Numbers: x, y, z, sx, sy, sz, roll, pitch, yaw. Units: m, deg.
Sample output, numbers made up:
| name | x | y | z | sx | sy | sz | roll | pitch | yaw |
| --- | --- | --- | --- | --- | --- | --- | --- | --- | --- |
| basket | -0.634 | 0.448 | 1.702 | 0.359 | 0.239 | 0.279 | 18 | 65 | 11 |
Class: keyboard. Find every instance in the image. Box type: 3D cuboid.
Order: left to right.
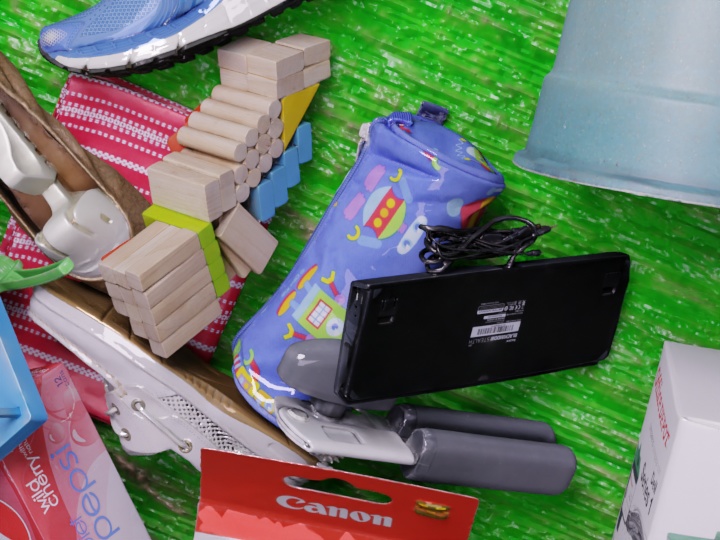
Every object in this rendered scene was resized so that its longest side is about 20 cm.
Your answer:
| name | x | y | z | sx | sy | sz | roll | pitch | yaw |
| --- | --- | --- | --- | --- | --- | --- | --- | --- | --- |
| keyboard | 0.068 | 0.013 | 1.027 | 0.199 | 0.040 | 0.104 | -6 | 120 | -37 |

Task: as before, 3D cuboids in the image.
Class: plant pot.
| name | x | y | z | sx | sy | sz | roll | pitch | yaw |
| --- | --- | --- | --- | --- | --- | --- | --- | --- | --- |
| plant pot | 0.190 | -0.137 | 0.951 | 0.199 | 0.200 | 0.197 | 7 | 98 | 2 |

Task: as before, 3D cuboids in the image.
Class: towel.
| name | x | y | z | sx | sy | sz | roll | pitch | yaw |
| --- | --- | --- | --- | --- | --- | --- | --- | --- | --- |
| towel | -0.141 | -0.005 | 1.088 | 0.144 | 0.022 | 0.201 | 23 | 106 | -4 |

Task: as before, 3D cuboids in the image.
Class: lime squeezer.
| name | x | y | z | sx | sy | sz | roll | pitch | yaw |
| --- | --- | --- | --- | --- | --- | --- | --- | --- | --- |
| lime squeezer | -0.225 | -0.012 | 1.059 | 0.200 | 0.038 | 0.071 | 23 | 129 | 33 |

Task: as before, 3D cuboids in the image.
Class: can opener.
| name | x | y | z | sx | sy | sz | roll | pitch | yaw |
| --- | --- | --- | --- | --- | --- | --- | --- | --- | --- |
| can opener | 0.040 | 0.089 | 1.041 | 0.199 | 0.053 | 0.067 | 15 | 113 | -32 |

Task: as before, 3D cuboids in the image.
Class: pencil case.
| name | x | y | z | sx | sy | sz | roll | pitch | yaw |
| --- | --- | --- | --- | --- | --- | --- | --- | --- | --- |
| pencil case | 0.000 | 0.000 | 1.050 | 0.087 | 0.078 | 0.200 | 33 | 105 | 1 |

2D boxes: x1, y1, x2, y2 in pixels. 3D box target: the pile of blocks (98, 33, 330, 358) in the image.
| name | x | y | z | sx | sy | sz | roll | pitch | yaw |
| --- | --- | --- | --- | --- | --- | --- | --- | --- | --- |
| pile of blocks | -0.084 | -0.048 | 1.035 | 0.062 | 0.082 | 0.200 | 19 | 70 | 37 |

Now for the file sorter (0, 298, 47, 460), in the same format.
| name | x | y | z | sx | sy | sz | roll | pitch | yaw |
| --- | --- | --- | --- | --- | --- | --- | --- | --- | --- |
| file sorter | -0.285 | 0.029 | 0.982 | 0.139 | 0.122 | 0.201 | -39 | 64 | 29 |

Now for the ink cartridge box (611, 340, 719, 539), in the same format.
| name | x | y | z | sx | sy | sz | roll | pitch | yaw |
| --- | --- | --- | --- | --- | --- | --- | --- | --- | --- |
| ink cartridge box | 0.192 | 0.157 | 1.047 | 0.084 | 0.146 | 0.201 | 12 | 105 | 2 |

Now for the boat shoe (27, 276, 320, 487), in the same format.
| name | x | y | z | sx | sy | sz | roll | pitch | yaw |
| --- | --- | --- | --- | --- | --- | --- | --- | --- | --- |
| boat shoe | -0.118 | 0.079 | 1.062 | 0.200 | 0.071 | 0.069 | 36 | 100 | -10 |

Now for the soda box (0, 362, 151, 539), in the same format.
| name | x | y | z | sx | sy | sz | roll | pitch | yaw |
| --- | --- | --- | --- | --- | --- | --- | --- | --- | --- |
| soda box | -0.167 | 0.158 | 1.055 | 0.063 | 0.070 | 0.201 | -13 | 106 | 44 |

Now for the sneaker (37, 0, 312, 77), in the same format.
| name | x | y | z | sx | sy | sz | roll | pitch | yaw |
| --- | --- | --- | --- | --- | --- | --- | --- | --- | --- |
| sneaker | -0.091 | -0.170 | 1.020 | 0.199 | 0.079 | 0.089 | -25 | 92 | 4 |

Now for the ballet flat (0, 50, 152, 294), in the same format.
| name | x | y | z | sx | sy | sz | roll | pitch | yaw |
| --- | --- | --- | --- | --- | --- | --- | --- | --- | --- |
| ballet flat | -0.178 | -0.051 | 1.029 | 0.068 | 0.072 | 0.200 | -37 | 101 | 12 |

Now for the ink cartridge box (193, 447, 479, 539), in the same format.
| name | x | y | z | sx | sy | sz | roll | pitch | yaw |
| --- | --- | --- | --- | --- | --- | --- | --- | --- | --- |
| ink cartridge box | -0.022 | 0.182 | 1.064 | 0.159 | 0.047 | 0.200 | 10 | 145 | 1 |
